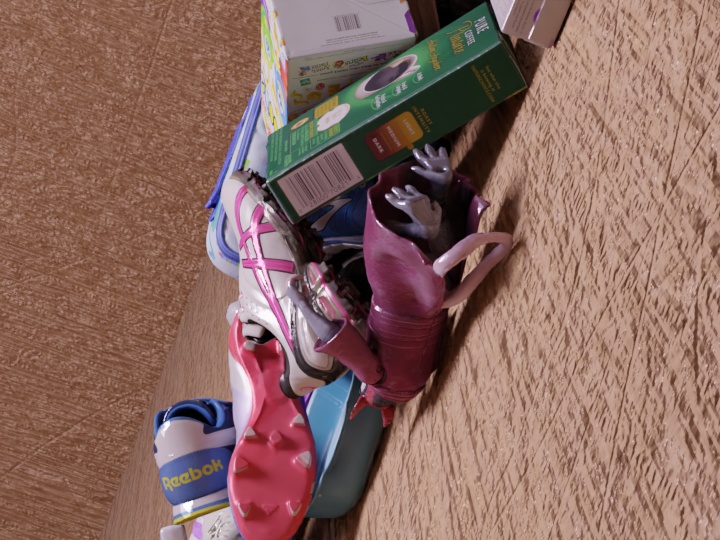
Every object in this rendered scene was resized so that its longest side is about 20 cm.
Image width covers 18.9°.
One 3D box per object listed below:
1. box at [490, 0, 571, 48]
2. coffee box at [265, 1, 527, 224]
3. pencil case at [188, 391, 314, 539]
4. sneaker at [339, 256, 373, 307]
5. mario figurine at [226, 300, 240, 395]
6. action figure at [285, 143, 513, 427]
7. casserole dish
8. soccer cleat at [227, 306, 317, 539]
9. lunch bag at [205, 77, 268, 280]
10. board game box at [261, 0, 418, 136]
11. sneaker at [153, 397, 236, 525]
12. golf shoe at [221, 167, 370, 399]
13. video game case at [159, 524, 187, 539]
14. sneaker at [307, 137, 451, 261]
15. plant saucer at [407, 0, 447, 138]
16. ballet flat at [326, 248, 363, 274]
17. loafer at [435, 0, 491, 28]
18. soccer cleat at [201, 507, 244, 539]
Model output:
[{"bbox_3d":[0.117,-0.207,1.561,0.200,0.038,0.042,-95,25,-71],"label":"box"},{"bbox_3d":[0.024,-0.115,1.578,0.199,0.044,0.123,-31,17,8],"label":"coffee box"},{"bbox_3d":[-0.077,0.164,1.801,0.085,0.083,0.201,-143,74,-83],"label":"pencil case"},{"bbox_3d":[0.003,0.036,1.656,0.200,0.079,0.076,2,66,61],"label":"sneaker"},{"bbox_3d":[-0.074,0.061,1.923,0.106,0.123,0.201,-47,17,38],"label":"mario figurine"},{"bbox_3d":[0.040,0.025,1.452,0.149,0.133,0.201,34,126,38],"label":"action figure"},{"bbox_3d":[-0.019,0.135,1.660,0.200,0.039,0.122,156,133,-78],"label":"casserole dish"},{"bbox_3d":[-0.069,0.118,1.614,0.077,0.066,0.201,97,170,-63],"label":"soccer cleat"},{"bbox_3d":[-0.041,-0.075,1.862,0.082,0.160,0.201,137,153,-72],"label":"lunch bag"},{"bbox_3d":[-0.021,-0.155,1.723,0.200,0.104,0.104,95,163,-57],"label":"board game box"},{"bbox_3d":[-0.115,0.130,1.678,0.074,0.083,0.200,-23,7,7],"label":"sneaker"},{"bbox_3d":[-0.065,0.005,1.591,0.092,0.073,0.200,-41,50,10],"label":"golf shoe"},{"bbox_3d":[-0.131,0.297,1.701,0.200,0.023,0.184,117,142,-78],"label":"video game case"},{"bbox_3d":[-0.017,-0.062,1.673,0.199,0.089,0.079,-23,36,33],"label":"sneaker"},{"bbox_3d":[0.033,-0.188,1.770,0.200,0.029,0.202,168,90,-81],"label":"plant saucer"},{"bbox_3d":[0.000,0.000,1.729,0.200,0.046,0.068,-21,35,51],"label":"ballet flat"},{"bbox_3d":[0.074,-0.233,1.785,0.200,0.072,0.073,158,132,-79],"label":"loafer"},{"bbox_3d":[-0.097,0.222,1.673,0.070,0.077,0.200,-69,25,13],"label":"soccer cleat"}]
